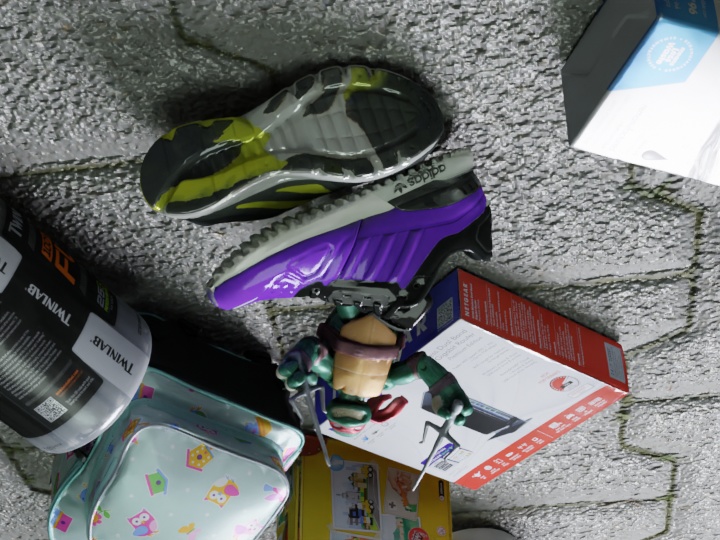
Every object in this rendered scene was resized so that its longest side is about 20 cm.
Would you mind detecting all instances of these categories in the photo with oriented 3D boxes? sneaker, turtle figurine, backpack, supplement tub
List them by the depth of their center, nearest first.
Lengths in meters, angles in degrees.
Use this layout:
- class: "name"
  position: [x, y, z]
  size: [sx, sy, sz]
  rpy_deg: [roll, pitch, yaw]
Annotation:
- class: "sneaker"
  position: [-0.043, -0.078, 0.883]
  size: [0.197, 0.076, 0.085]
  rpy_deg: [-12, 171, 3]
- class: "sneaker"
  position: [0.000, 0.000, 0.889]
  size: [0.198, 0.070, 0.101]
  rpy_deg: [-24, 97, -4]
- class: "supplement tub"
  position: [-0.253, 0.028, 0.951]
  size: [0.122, 0.124, 0.200]
  rpy_deg: [-25, 128, 29]
- class: "turtle figurine"
  position: [0.004, 0.059, 0.980]
  size: [0.148, 0.101, 0.203]
  rpy_deg: [1, 109, -23]
- class: "backpack"
  position: [-0.154, 0.162, 1.075]
  size: [0.174, 0.154, 0.201]
  rpy_deg: [23, 119, -26]

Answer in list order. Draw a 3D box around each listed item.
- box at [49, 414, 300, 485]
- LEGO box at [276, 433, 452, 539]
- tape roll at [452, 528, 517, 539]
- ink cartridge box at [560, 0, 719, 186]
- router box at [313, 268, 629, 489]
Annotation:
- class: "box"
  position: [-0.166, 0.161, 1.206]
  size: [0.197, 0.038, 0.137]
  rpy_deg: [12, 141, -16]
- class: "LEGO box"
  position: [0.002, 0.258, 1.199]
  size: [0.147, 0.202, 0.077]
  rpy_deg: [11, 141, -14]
- class: "tape roll"
  position: [0.105, 0.376, 1.353]
  size: [0.200, 0.140, 0.204]
  rpy_deg: [-15, 135, -15]
- class: "ink cartridge box"
  position: [0.237, -0.112, 0.826]
  size: [0.197, 0.069, 0.116]
  rpy_deg: [12, 141, -16]
- class: "router box"
  position: [0.087, 0.097, 1.114]
  size: [0.178, 0.049, 0.200]
  rpy_deg: [23, 137, -27]
